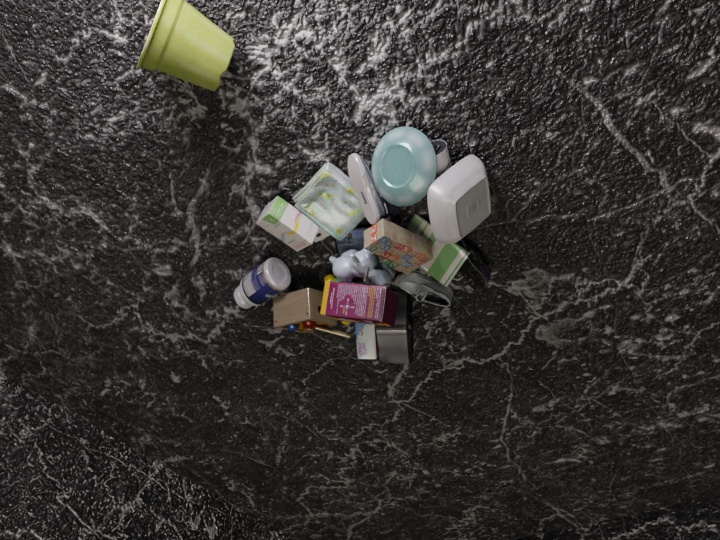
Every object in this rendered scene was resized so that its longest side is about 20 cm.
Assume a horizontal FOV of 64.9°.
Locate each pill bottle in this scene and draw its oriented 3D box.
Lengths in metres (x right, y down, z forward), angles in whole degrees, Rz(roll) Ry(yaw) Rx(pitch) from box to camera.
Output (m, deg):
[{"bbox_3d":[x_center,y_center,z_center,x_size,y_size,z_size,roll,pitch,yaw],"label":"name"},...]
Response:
[{"bbox_3d":[-0.331,0.049,1.881,0.198,0.113,0.111,-31,121,33],"label":"pill bottle"}]

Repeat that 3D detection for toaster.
[{"bbox_3d":[0.119,0.183,1.870,0.115,0.183,0.203,-2,133,7],"label":"toaster"}]

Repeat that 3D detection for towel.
[{"bbox_3d":[0.214,-0.060,1.697,0.198,0.023,0.154,37,132,8],"label":"towel"},{"bbox_3d":[-0.077,-0.197,1.641,0.198,0.049,0.171,36,124,-22],"label":"towel"}]

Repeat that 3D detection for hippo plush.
[{"bbox_3d":[0.000,0.000,1.709,0.159,0.200,0.161,-21,106,37],"label":"hippo plush"}]

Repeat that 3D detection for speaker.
[{"bbox_3d":[0.217,-0.246,1.528,0.079,0.082,0.202,-9,131,18],"label":"speaker"}]

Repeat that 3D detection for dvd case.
[{"bbox_3d":[-0.004,-0.059,1.785,0.139,0.018,0.203,-2,133,13],"label":"dvd case"}]

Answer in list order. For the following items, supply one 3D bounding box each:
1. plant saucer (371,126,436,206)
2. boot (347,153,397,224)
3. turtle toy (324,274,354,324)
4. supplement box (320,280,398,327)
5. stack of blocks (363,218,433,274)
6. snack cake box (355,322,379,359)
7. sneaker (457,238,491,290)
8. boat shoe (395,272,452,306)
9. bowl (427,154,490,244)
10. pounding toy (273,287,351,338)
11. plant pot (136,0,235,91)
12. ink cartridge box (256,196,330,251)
[{"bbox_3d":[0.102,-0.270,1.472,0.197,0.038,0.207,6,101,33],"label":"plant saucer"},{"bbox_3d":[0.034,-0.239,1.586,0.072,0.089,0.204,8,121,56],"label":"boot"},{"bbox_3d":[-0.039,0.092,1.861,0.099,0.148,0.201,-24,148,3],"label":"turtle toy"},{"bbox_3d":[-0.001,0.099,1.673,0.195,0.106,0.131,4,169,22],"label":"supplement box"},{"bbox_3d":[0.101,-0.066,1.634,0.197,0.060,0.114,22,143,-35],"label":"stack of blocks"},{"bbox_3d":[0.031,0.213,1.886,0.065,0.200,0.118,-1,95,8],"label":"snack cake box"},{"bbox_3d":[0.324,-0.043,1.711,0.075,0.087,0.202,-26,99,44],"label":"sneaker"},{"bbox_3d":[0.205,0.066,1.825,0.196,0.072,0.071,17,134,-5],"label":"boat shoe"},{"bbox_3d":[0.274,-0.177,1.502,0.074,0.198,0.203,34,152,41],"label":"bowl"},{"bbox_3d":[-0.160,0.158,1.894,0.181,0.146,0.199,-15,160,30],"label":"pounding toy"},{"bbox_3d":[-0.400,-0.524,1.327,0.181,0.204,0.200,23,134,-26],"label":"plant pot"},{"bbox_3d":[-0.201,-0.125,1.700,0.198,0.068,0.116,34,155,-20],"label":"ink cartridge box"}]
